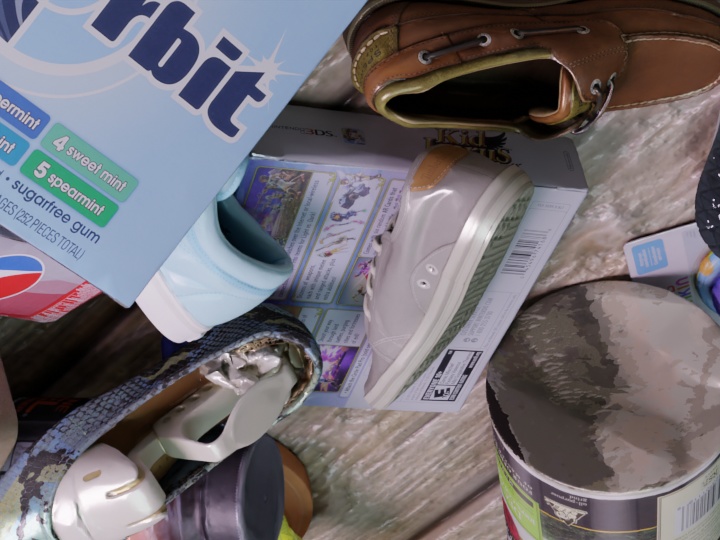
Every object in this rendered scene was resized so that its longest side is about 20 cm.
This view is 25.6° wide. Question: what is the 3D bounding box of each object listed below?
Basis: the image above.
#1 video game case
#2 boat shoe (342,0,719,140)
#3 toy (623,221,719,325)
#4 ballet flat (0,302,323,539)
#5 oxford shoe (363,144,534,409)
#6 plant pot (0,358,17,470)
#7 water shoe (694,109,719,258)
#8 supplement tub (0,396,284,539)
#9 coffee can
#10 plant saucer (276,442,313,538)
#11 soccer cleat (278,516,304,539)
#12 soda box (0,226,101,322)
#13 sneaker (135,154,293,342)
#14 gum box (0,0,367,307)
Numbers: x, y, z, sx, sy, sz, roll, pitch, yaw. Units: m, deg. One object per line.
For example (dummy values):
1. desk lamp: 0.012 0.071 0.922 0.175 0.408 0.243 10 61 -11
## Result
1. video game case: 0.000 0.000 0.858 0.181 0.045 0.200 4 139 -20
2. boat shoe: 0.091 -0.092 0.753 0.200 0.068 0.072 -3 139 -14
3. toy: 0.265 0.004 0.933 0.200 0.047 0.115 -18 139 6
4. ballet flat: -0.100 0.087 0.782 0.200 0.074 0.074 -41 145 -17
5. oxford shoe: 0.031 0.003 0.796 0.058 0.075 0.200 34 146 10
6. plant pot: -0.279 0.064 0.758 0.177 0.200 0.200 1 141 -35
7. water shoe: 0.230 -0.088 0.813 0.079 0.072 0.200 -25 148 -31
8. supplement tub: -0.146 0.123 0.879 0.200 0.107 0.107 -1 144 16
9. coffee can: 0.156 0.123 0.971 0.146 0.146 0.200 -13 141 0
10. plant saucer: -0.129 0.169 1.041 0.200 0.032 0.200 -8 141 -7
11. soccer cleat: -0.064 0.176 0.992 0.084 0.065 0.200 -39 134 25
12. soda box: -0.193 -0.030 0.706 0.063 0.070 0.200 -31 156 23
13. sneaker: -0.097 -0.059 0.724 0.082 0.074 0.200 -24 126 12
14. gum box: -0.096 -0.109 0.625 0.200 0.045 0.170 -52 131 1
